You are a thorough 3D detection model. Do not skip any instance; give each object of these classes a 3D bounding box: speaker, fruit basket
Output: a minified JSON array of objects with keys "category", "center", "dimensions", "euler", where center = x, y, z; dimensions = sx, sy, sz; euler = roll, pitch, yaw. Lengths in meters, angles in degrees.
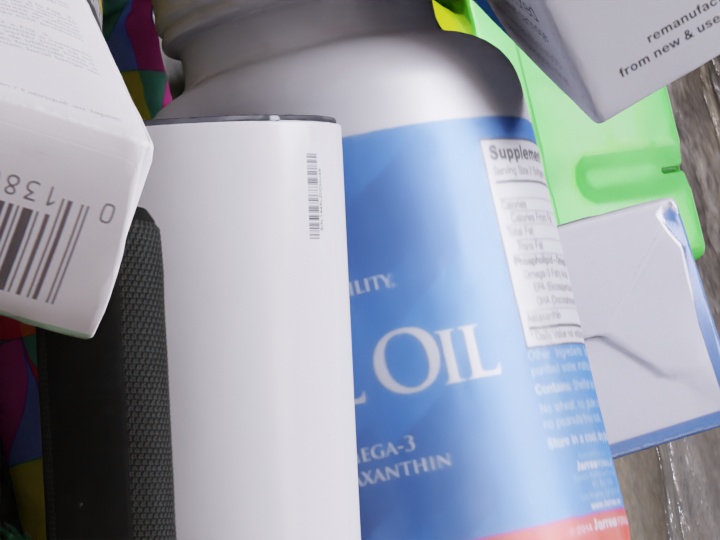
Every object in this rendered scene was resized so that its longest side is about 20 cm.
[{"category":"speaker","center":[-0.038,0.065,0.730],"dimensions":[0.081,0.081,0.202],"euler":[-2,90,-68]},{"category":"fruit basket","center":[0.015,-0.059,1.123],"dimensions":[0.214,0.155,0.217],"euler":[5,78,-23]}]

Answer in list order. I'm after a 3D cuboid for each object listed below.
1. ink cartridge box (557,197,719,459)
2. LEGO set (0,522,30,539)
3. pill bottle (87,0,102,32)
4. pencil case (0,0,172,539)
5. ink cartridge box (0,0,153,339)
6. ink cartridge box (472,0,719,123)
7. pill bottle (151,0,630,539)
[{"category":"ink cartridge box","center":[0.026,0.033,0.977],"dimensions":[0.200,0.136,0.077],"euler":[173,-98,-79]},{"category":"LEGO set","center":[-0.128,0.031,0.658],"dimensions":[0.200,0.116,0.154],"euler":[-1,60,-63]},{"category":"pill bottle","center":[-0.126,-0.132,0.817],"dimensions":[0.111,0.111,0.201],"euler":[43,37,-52]},{"category":"pencil case","center":[-0.077,0.011,0.875],"dimensions":[0.088,0.088,0.201],"euler":[-2,75,-68]},{"category":"ink cartridge box","center":[-0.137,-0.061,0.636],"dimensions":[0.160,0.050,0.200],"euler":[16,15,-19]},{"category":"ink cartridge box","center":[0.035,-0.161,0.797],"dimensions":[0.201,0.084,0.145],"euler":[61,-3,-28]},{"category":"pill bottle","center":[0.000,0.000,0.816],"dimensions":[0.112,0.112,0.201],"euler":[1,74,-67]}]
